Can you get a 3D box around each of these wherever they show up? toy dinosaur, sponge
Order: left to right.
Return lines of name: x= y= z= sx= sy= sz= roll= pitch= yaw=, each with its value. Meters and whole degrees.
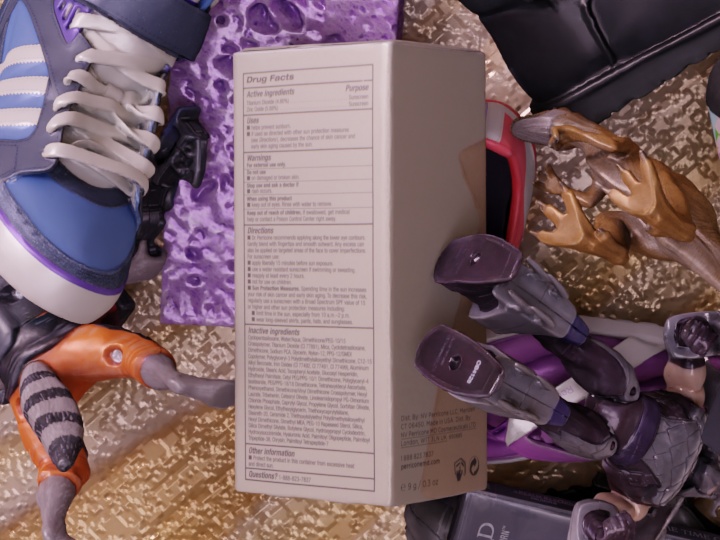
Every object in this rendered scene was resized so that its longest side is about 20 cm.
sponge: x=-0.039 y=-0.067 z=0.960 sx=0.111 sy=0.030 sz=0.200 roll=5 pitch=105 yaw=5
toy dinosaur: x=0.135 y=-0.018 z=0.835 sx=0.200 sy=0.106 sz=0.060 roll=49 pitch=117 yaw=26

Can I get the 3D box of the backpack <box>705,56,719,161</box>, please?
backpack: x=0.255 y=-0.030 z=0.871 sx=0.177 sy=0.151 sz=0.200 roll=-20 pitch=112 yaw=10

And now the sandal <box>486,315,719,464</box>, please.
sandal: x=0.114 y=0.063 z=0.934 sx=0.202 sy=0.050 sz=0.083 roll=-4 pitch=121 yaw=-13

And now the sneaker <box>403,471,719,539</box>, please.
sneaker: x=0.123 y=0.130 z=0.979 sx=0.200 sy=0.066 sz=0.091 roll=18 pitch=104 yaw=-3

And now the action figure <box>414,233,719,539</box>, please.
action figure: x=0.109 y=0.063 z=0.866 sx=0.200 sy=0.069 sz=0.130 roll=33 pitch=71 yaw=-36

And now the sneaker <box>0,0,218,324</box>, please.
sneaker: x=-0.110 y=-0.090 z=0.867 sx=0.081 sy=0.200 sz=0.146 roll=26 pitch=120 yaw=-33

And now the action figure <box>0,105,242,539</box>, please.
action figure: x=-0.138 y=0.014 z=0.930 sx=0.193 sy=0.105 sz=0.200 roll=48 pitch=118 yaw=34

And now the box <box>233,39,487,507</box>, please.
box: x=0.000 y=0.000 z=0.879 sx=0.095 sy=0.078 sz=0.200 roll=2 pitch=92 yaw=38

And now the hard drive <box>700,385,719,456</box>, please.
hard drive: x=0.237 y=0.013 z=0.789 sx=0.135 sy=0.042 sz=0.200 roll=17 pitch=115 yaw=-15

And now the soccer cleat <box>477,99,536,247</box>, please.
soccer cleat: x=0.045 y=0.016 z=0.948 sx=0.067 sy=0.076 sz=0.200 roll=11 pitch=106 yaw=3

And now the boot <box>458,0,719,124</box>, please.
boot: x=0.115 y=-0.173 z=0.881 sx=0.200 sy=0.076 sz=0.168 roll=-33 pitch=109 yaw=20

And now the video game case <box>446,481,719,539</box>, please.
video game case: x=0.129 y=0.187 z=0.953 sx=0.200 sy=0.019 sz=0.143 roll=14 pitch=110 yaw=-2
